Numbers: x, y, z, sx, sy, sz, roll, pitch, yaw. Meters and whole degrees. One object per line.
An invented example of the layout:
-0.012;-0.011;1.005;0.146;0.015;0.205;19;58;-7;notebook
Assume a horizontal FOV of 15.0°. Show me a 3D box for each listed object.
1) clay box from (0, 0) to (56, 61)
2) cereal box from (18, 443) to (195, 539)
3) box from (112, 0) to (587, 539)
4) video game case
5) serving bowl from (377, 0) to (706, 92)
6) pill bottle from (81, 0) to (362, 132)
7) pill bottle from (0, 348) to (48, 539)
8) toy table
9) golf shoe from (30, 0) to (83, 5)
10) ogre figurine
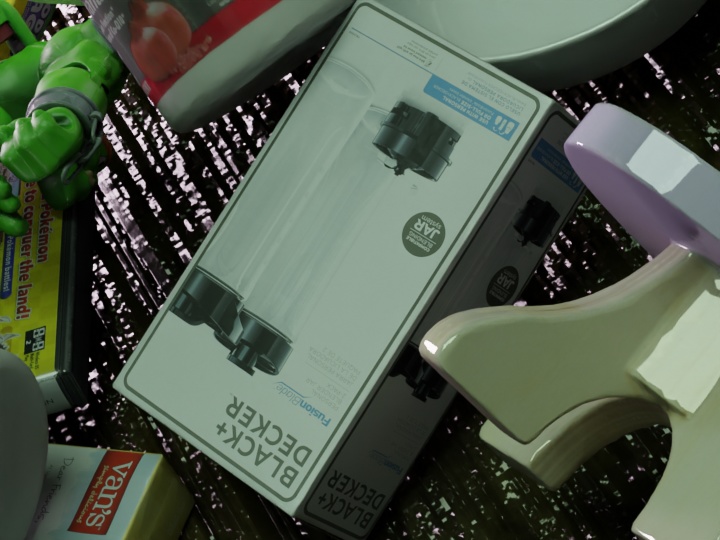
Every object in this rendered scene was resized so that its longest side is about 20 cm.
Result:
-0.196;-0.178;1.378;0.115;0.048;0.201;27;91;21;clay box
-0.185;0.140;1.191;0.199;0.040;0.144;4;54;30;cereal box
0.000;0.000;1.145;0.117;0.060;0.200;34;91;33;box
-0.212;0.014;1.286;0.180;0.026;0.200;-17;39;10;video game case
0.091;-0.154;1.256;0.199;0.066;0.201;-14;49;17;serving bowl
-0.091;-0.169;1.187;0.111;0.111;0.200;-35;88;-1;pill bottle
-0.242;0.068;1.149;0.199;0.114;0.115;13;62;22;pill bottle
0.122;0.046;1.002;0.117;0.200;0.184;-50;12;-5;toy table
-0.091;-0.154;1.298;0.199;0.092;0.073;-15;74;-30;golf shoe
-0.169;-0.059;1.241;0.098;0.200;0.120;39;52;-1;ogre figurine
